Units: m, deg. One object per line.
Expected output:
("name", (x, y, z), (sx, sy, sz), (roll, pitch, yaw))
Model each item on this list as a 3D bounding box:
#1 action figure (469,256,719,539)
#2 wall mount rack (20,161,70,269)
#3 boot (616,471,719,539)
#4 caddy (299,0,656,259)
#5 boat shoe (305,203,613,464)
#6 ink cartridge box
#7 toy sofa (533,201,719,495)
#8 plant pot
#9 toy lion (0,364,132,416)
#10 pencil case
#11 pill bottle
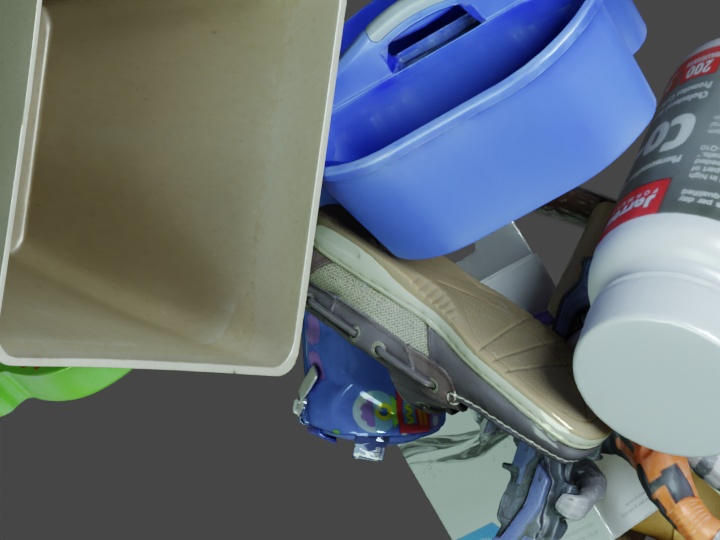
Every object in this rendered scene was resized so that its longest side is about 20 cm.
("action figure", (0.134, 0.105, 1.497), (0.193, 0.200, 0.105), (26, -177, 16))
("wall mount rack", (-0.202, -0.083, 1.524), (0.200, 0.174, 0.075), (48, -176, 6))
("boot", (0.174, 0.105, 1.650), (0.201, 0.071, 0.144), (-9, 129, 42))
("caddy", (0.052, -0.099, 1.424), (0.200, 0.142, 0.105), (-29, 122, 21))
("boat shoe", (0.044, 0.041, 1.458), (0.200, 0.072, 0.065), (38, 116, 24))
("ink cartridge box", (0.074, 0.071, 1.610), (0.116, 0.067, 0.200), (-33, 87, 46))
("toy sofa", (0.196, 0.047, 1.565), (0.200, 0.083, 0.098), (39, 143, -13))
("plant pot", (-0.147, -0.064, 1.374), (0.177, 0.201, 0.200), (10, -176, 42))
("toy lion", (-0.186, 0.016, 1.606), (0.200, 0.192, 0.069), (28, 165, 48))
("pencil case", (0.000, 0.000, 1.548), (0.087, 0.201, 0.078), (-5, -176, -22))
("pill bottle", (0.179, -0.013, 1.415), (0.114, 0.200, 0.114), (15, 139, 14))
